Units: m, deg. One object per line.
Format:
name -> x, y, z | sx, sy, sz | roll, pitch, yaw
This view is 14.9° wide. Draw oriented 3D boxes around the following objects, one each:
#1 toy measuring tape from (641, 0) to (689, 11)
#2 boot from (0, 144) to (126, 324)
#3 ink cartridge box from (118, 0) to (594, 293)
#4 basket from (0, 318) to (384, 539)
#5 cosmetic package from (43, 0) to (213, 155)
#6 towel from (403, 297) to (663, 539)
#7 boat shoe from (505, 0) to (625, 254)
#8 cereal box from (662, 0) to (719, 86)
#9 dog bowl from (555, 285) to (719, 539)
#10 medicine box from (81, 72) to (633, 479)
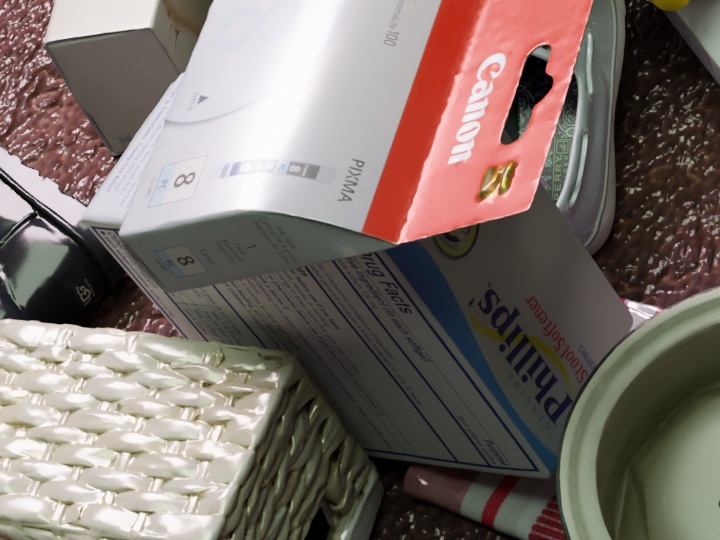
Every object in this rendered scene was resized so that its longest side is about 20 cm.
toy measuring tape -> 0.170, -0.218, 1.501 | 0.073, 0.074, 0.201 | -6, 55, 20
boot -> -0.248, 0.005, 1.551 | 0.200, 0.077, 0.168 | 31, 66, 33
ink cartridge box -> 0.000, -0.077, 1.235 | 0.199, 0.047, 0.161 | -12, 42, 34
basket -> -0.111, 0.114, 1.368 | 0.199, 0.124, 0.136 | 5, 54, 28
cosmetic package -> -0.118, -0.179, 1.630 | 0.073, 0.104, 0.201 | -7, 51, 19
towel -> 0.135, 0.081, 1.356 | 0.199, 0.023, 0.144 | 18, 62, 34
boat shoe -> 0.099, -0.106, 1.448 | 0.070, 0.071, 0.202 | -7, 74, 20
cereal box -> 0.237, -0.166, 1.503 | 0.143, 0.040, 0.200 | -31, 47, 0
dog bowl -> 0.192, 0.106, 1.256 | 0.199, 0.074, 0.201 | -6, 58, 9
medicine box -> 0.000, 0.000, 1.348 | 0.199, 0.182, 0.103 | 4, 52, 42
